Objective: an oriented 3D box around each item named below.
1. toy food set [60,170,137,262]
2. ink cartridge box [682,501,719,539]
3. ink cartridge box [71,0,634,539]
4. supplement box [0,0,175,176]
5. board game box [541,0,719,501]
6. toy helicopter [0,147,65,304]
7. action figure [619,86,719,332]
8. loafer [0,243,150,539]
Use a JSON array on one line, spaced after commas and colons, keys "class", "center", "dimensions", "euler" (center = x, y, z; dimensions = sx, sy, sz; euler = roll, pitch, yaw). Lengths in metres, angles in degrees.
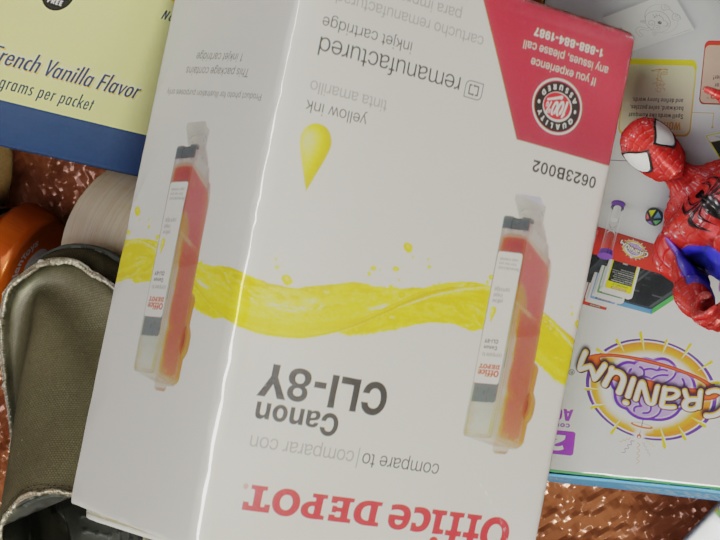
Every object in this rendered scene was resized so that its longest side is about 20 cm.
[{"class": "toy food set", "center": [-0.060, 0.068, 0.856], "dimensions": [0.143, 0.060, 0.200], "euler": [19, 112, 25]}, {"class": "ink cartridge box", "center": [0.211, 0.150, 0.752], "dimensions": [0.200, 0.050, 0.109], "euler": [44, 110, 13]}, {"class": "ink cartridge box", "center": [0.000, 0.000, 0.696], "dimensions": [0.083, 0.145, 0.200], "euler": [10, 88, 54]}, {"class": "supplement box", "center": [-0.108, -0.169, 0.758], "dimensions": [0.200, 0.134, 0.200], "euler": [42, 112, 42]}, {"class": "board game box", "center": [0.133, -0.017, 0.738], "dimensions": [0.153, 0.040, 0.200], "euler": [5, 82, 23]}, {"class": "toy helicopter", "center": [-0.213, 0.010, 0.835], "dimensions": [0.079, 0.132, 0.200], "euler": [32, 70, 16]}, {"class": "action figure", "center": [0.148, 0.012, 0.654], "dimensions": [0.065, 0.099, 0.200], "euler": [-46, 65, 6]}, {"class": "loafer", "center": [-0.098, 0.078, 0.777], "dimensions": [0.075, 0.070, 0.200], "euler": [-25, 68, 19]}]
